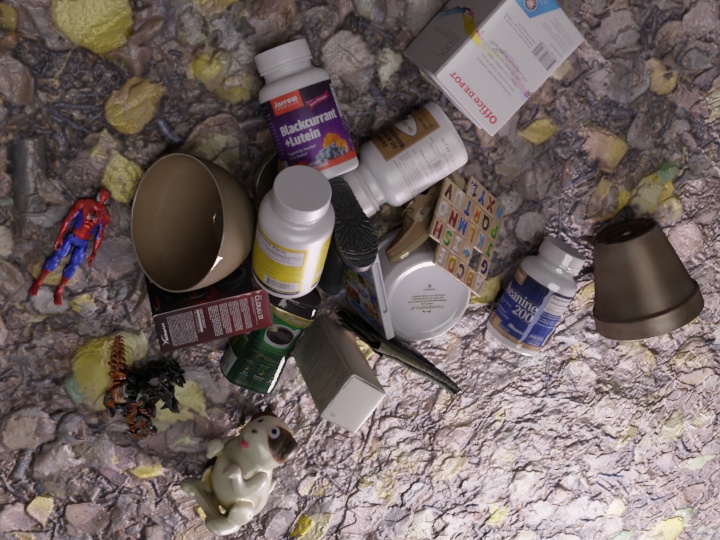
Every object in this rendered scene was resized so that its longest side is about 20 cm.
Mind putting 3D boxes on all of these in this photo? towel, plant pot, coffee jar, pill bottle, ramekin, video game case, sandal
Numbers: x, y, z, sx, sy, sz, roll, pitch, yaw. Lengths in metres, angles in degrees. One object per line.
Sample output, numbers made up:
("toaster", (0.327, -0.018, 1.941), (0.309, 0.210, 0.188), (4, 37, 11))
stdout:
("towel", (0.058, 0.141, 1.577), (0.199, 0.192, 0.035), (32, 92, -29))
("plant pot", (-0.230, -0.071, 1.384), (0.134, 0.200, 0.202), (-2, 123, -54))
("coffee jar", (-0.150, 0.103, 1.545), (0.104, 0.085, 0.201), (23, 108, -26))
("pill bottle", (-0.096, -0.056, 1.326), (0.110, 0.112, 0.201), (-5, 148, -16))
("pill bottle", (-0.085, -0.231, 1.353), (0.110, 0.111, 0.202), (-21, 100, -7))
("ramekin", (0.100, 0.030, 1.587), (0.200, 0.094, 0.204), (-8, 119, -15))
("plant pot", (0.507, 0.006, 1.675), (0.198, 0.200, 0.175), (-22, 106, -6))
("video game case", (0.000, 0.000, 1.509), (0.018, 0.143, 0.202), (-23, 122, -19))
("pill bottle", (0.060, -0.168, 1.457), (0.199, 0.115, 0.115), (-33, 122, 0))
("pill bottle", (0.321, 0.045, 1.661), (0.110, 0.111, 0.201), (19, 109, -26))
("sandal", (-0.096, -0.169, 1.438), (0.200, 0.054, 0.080), (-46, 121, 8))

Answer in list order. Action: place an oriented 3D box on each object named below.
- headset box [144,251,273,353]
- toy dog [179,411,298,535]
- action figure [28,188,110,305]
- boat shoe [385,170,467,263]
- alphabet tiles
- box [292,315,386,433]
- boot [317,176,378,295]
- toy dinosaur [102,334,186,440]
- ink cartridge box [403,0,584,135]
("headset box", (-0.231, 0.038, 1.446), (0.198, 0.149, 0.076), (-13, 124, -11))
("toy dog", (-0.193, 0.353, 1.636), (0.193, 0.140, 0.201), (18, 110, -40))
("action figure", (-0.434, -0.039, 1.397), (0.065, 0.052, 0.201), (26, 103, -25))
("boat shoe", (0.095, -0.097, 1.510), (0.065, 0.071, 0.201), (44, 67, -14))
("alphabet tiles", (0.176, -0.068, 1.527), (0.200, 0.007, 0.169), (33, 71, -50))
("box", (-0.040, 0.172, 1.552), (0.077, 0.200, 0.095), (32, 103, -30))
("boot", (-0.036, -0.021, 1.430), (0.065, 0.166, 0.201), (-6, 148, -19))
("toy dinosaur", (-0.369, 0.200, 1.523), (0.134, 0.103, 0.201), (-9, 143, 4))
("ink cartridge box", (0.199, -0.342, 1.394), (0.200, 0.146, 0.146), (-46, 122, 8))
